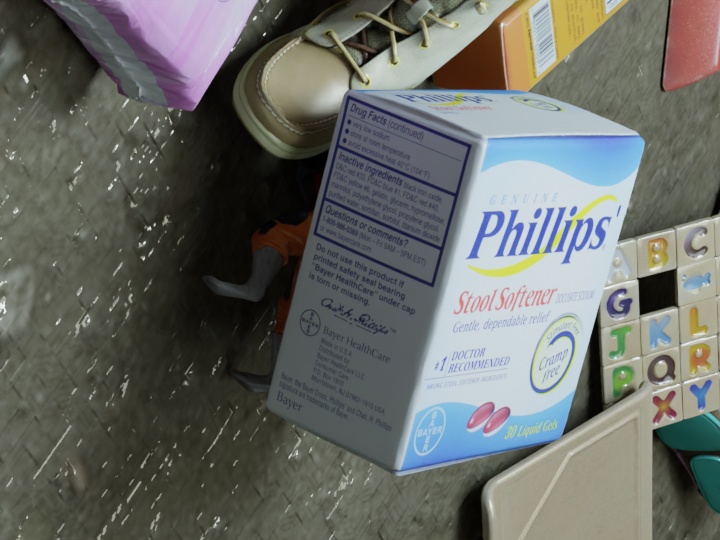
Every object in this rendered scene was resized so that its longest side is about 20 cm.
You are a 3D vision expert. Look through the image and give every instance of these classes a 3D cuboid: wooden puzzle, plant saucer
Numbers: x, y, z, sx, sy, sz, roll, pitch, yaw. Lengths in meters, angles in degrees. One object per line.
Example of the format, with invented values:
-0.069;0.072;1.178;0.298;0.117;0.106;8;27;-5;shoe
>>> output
0.155;0.197;2.055;0.200;0.037;0.186;-31;131;-36;wooden puzzle
0.303;-0.249;2.059;0.199;0.037;0.201;-27;127;-48;plant saucer

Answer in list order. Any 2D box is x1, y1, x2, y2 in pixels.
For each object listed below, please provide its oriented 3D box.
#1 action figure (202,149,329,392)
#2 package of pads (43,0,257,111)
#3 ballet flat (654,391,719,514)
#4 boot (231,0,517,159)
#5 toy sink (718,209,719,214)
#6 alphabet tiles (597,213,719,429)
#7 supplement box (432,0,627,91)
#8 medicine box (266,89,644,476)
0.000;0.000;1.669;0.193;0.104;0.200;-44;137;-20;action figure
-0.090;-0.199;1.445;0.201;0.075;0.121;-61;148;-15;package of pads
0.285;0.128;2.210;0.200;0.069;0.071;54;44;-49;ballet flat
0.024;-0.145;1.575;0.072;0.154;0.200;55;40;0;boot
0.383;-0.078;2.171;0.130;0.112;0.201;-3;119;-57;toy sink
0.274;0.034;2.084;0.199;0.008;0.168;-15;118;-17;alphabet tiles
0.126;-0.188;1.791;0.200;0.066;0.069;-41;135;-40;supplement box
0.057;0.000;1.584;0.182;0.103;0.201;-5;115;-54;medicine box
